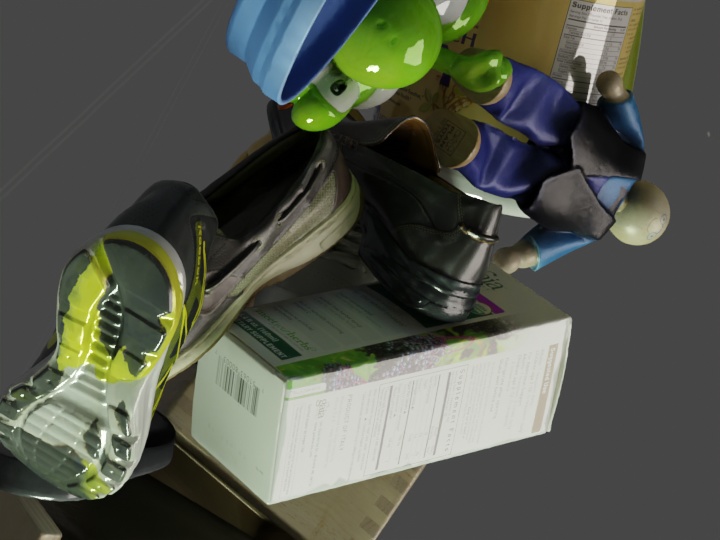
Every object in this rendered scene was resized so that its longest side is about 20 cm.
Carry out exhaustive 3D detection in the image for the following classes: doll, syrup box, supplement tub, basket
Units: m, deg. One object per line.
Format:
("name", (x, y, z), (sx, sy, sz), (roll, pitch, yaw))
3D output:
("doll", (0.115, -0.058, 1.474), (0.200, 0.048, 0.137), (24, 94, -47))
("syrup box", (0.013, 0.058, 1.377), (0.200, 0.079, 0.082), (-12, 123, -35))
("supplement tub", (0.095, -0.146, 1.547), (0.145, 0.145, 0.200), (-46, 151, -74))
("basket", (-0.130, 0.194, 1.515), (0.136, 0.200, 0.180), (-55, 178, -24))

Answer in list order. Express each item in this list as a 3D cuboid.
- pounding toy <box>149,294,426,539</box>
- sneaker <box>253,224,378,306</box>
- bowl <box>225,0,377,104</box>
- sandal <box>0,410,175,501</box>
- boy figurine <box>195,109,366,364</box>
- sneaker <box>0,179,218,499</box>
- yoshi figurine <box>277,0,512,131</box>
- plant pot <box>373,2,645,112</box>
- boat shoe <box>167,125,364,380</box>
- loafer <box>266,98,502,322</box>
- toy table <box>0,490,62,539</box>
("pounding toy", (-0.037, 0.097, 1.565), (0.142, 0.184, 0.200), (-55, -163, -21))
("sneaker", (0.000, 0.000, 1.474), (0.200, 0.076, 0.081), (-16, 126, -61))
("bowl", (0.004, -0.170, 1.161), (0.201, 0.039, 0.201), (-55, 177, -4))
("sandal", (-0.147, 0.088, 1.385), (0.200, 0.076, 0.043), (-42, 140, -82))
("boy figurine", (-0.059, -0.032, 1.486), (0.200, 0.064, 0.124), (-50, 171, -40))
("sneaker", (-0.113, 0.036, 1.218), (0.085, 0.074, 0.200), (-53, 177, -44))
("yoshi figurine", (0.030, -0.145, 1.345), (0.200, 0.112, 0.112), (-50, 159, -42))
("plant pot", (0.131, -0.185, 1.902), (0.200, 0.200, 0.193), (-51, 163, -56))
("boat shoe", (-0.086, -0.009, 1.316), (0.200, 0.073, 0.065), (-41, 133, -24))
("loafer", (0.017, -0.055, 1.396), (0.073, 0.200, 0.072), (12, 118, -45))
("toy table", (-0.178, 0.215, 1.363), (0.117, 0.184, 0.200), (-54, 156, 17))
